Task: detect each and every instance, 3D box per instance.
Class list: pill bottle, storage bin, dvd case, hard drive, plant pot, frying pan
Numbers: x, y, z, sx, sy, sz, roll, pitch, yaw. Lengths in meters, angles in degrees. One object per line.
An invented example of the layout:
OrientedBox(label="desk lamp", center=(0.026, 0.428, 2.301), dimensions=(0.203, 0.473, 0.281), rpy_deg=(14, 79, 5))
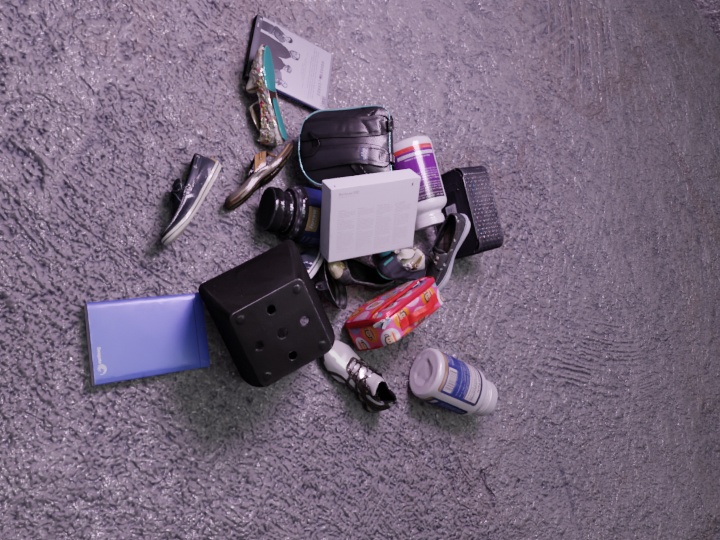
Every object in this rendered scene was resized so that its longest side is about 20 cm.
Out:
OrientedBox(label="pill bottle", center=(0.135, -0.202, 1.419), dimensions=(0.111, 0.112, 0.205), rpy_deg=(-13, 87, -36))
OrientedBox(label="pill bottle", center=(-0.102, -0.109, 1.230), dimensions=(0.196, 0.111, 0.115), rpy_deg=(7, 75, -34))
OrientedBox(label="storage bin", center=(0.252, -0.138, 1.472), dimensions=(0.092, 0.134, 0.205), rpy_deg=(-12, 87, -36))
OrientedBox(label="dvd case", center=(-0.153, -0.445, 1.322), dimensions=(0.197, 0.025, 0.154), rpy_deg=(18, 70, -32))
OrientedBox(label="hard drive", center=(-0.364, 0.114, 1.048), dimensions=(0.196, 0.025, 0.136), rpy_deg=(-4, 83, -36))
OrientedBox(label="plant pot", center=(-0.149, 0.087, 1.059), dimensions=(0.197, 0.177, 0.203), rpy_deg=(-27, 106, -12))
OrientedBox(label="frying pan", center=(-0.061, 0.043, 1.221), dimensions=(0.191, 0.030, 0.117), rpy_deg=(-73, 143, -64))
OrientedBox(label="pill bottle", center=(0.215, 0.261, 1.375), dimensions=(0.197, 0.110, 0.113), rpy_deg=(27, 66, -28))

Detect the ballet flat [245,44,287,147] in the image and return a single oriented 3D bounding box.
OrientedBox(label="ballet flat", center=(-0.199, -0.351, 1.232), dimensions=(0.076, 0.062, 0.206), rpy_deg=(-26, 106, -78))

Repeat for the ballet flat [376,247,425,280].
OrientedBox(label="ballet flat", center=(0.106, -0.015, 1.340), dimensions=(0.198, 0.072, 0.075), rpy_deg=(0, 78, -60))

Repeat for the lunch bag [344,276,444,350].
OrientedBox(label="lunch bag", center=(0.079, 0.090, 1.275), dimensions=(0.198, 0.175, 0.083), rpy_deg=(-33, 101, -36))

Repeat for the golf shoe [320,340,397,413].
OrientedBox(label="golf shoe", center=(0.002, 0.210, 1.246), dimensions=(0.200, 0.094, 0.078), rpy_deg=(45, 60, -17))

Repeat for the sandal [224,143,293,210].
OrientedBox(label="sandal", center=(-0.205, -0.198, 1.208), dimensions=(0.055, 0.082, 0.200), rpy_deg=(45, 65, -3))

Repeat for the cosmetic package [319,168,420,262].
OrientedBox(label="cosmetic package", center=(0.018, -0.110, 1.194), dimensions=(0.196, 0.052, 0.154), rpy_deg=(-11, 125, -25))

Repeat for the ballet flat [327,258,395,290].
OrientedBox(label="ballet flat", center=(0.000, 0.000, 1.282), dimensions=(0.198, 0.056, 0.068), rpy_deg=(14, 62, -52))

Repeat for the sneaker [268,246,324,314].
OrientedBox(label="sneaker", center=(-0.150, 0.008, 1.191), dimensions=(0.080, 0.078, 0.201), rpy_deg=(51, 58, -21))

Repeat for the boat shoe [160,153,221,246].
OrientedBox(label="boat shoe", center=(-0.320, -0.132, 1.107), dimensions=(0.062, 0.074, 0.203), rpy_deg=(31, 58, -19))

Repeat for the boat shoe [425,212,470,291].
OrientedBox(label="boat shoe", center=(0.187, -0.041, 1.406), dimensions=(0.056, 0.068, 0.204), rpy_deg=(13, 105, -47))

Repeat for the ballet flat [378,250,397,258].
OrientedBox(label="ballet flat", center=(0.045, -0.122, 1.375), dimensions=(0.068, 0.069, 0.205), rpy_deg=(-14, 90, -36))

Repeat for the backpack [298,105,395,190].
OrientedBox(label="backpack", center=(-0.032, -0.246, 1.273), dimensions=(0.194, 0.153, 0.181), rpy_deg=(-2, 89, -4))
